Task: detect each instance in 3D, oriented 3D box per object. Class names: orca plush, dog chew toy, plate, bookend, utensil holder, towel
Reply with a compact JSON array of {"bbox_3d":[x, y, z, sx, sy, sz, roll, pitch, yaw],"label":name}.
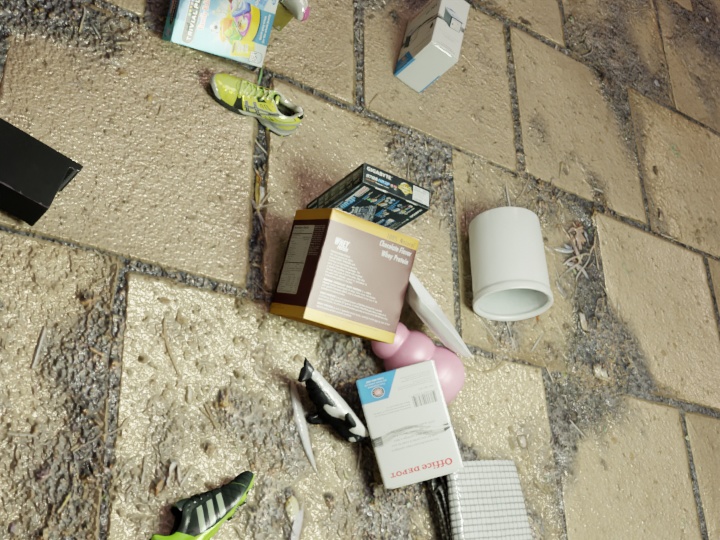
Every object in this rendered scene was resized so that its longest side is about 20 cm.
[{"bbox_3d":[-0.063,0.246,1.595,0.105,0.071,0.200,49,-3,48],"label":"orca plush"},{"bbox_3d":[0.103,0.172,1.742,0.200,0.125,0.125,40,49,-5],"label":"dog chew toy"},{"bbox_3d":[0.122,0.065,1.747,0.200,0.032,0.200,48,8,-35],"label":"plate"},{"bbox_3d":[-0.555,-0.116,1.361,0.200,0.092,0.199,31,54,-26],"label":"bookend"},{"bbox_3d":[0.320,-0.014,1.975,0.170,0.170,0.200,17,56,-32],"label":"utensil holder"},{"bbox_3d":[0.223,0.448,1.726,0.200,0.086,0.166,6,67,-39],"label":"towel"}]

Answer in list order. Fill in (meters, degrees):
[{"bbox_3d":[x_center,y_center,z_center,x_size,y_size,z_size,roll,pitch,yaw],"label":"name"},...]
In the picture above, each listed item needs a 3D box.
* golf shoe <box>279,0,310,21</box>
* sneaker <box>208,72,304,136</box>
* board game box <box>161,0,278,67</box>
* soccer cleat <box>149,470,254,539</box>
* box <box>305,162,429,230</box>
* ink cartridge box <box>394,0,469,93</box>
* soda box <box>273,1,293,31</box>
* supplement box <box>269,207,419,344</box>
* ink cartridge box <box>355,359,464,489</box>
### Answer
[{"bbox_3d":[-0.175,-0.587,1.839,0.092,0.075,0.200,-28,87,-25],"label":"golf shoe"},{"bbox_3d":[-0.199,-0.337,1.770,0.200,0.076,0.075,23,58,-28],"label":"sneaker"},{"bbox_3d":[-0.267,-0.491,1.754,0.200,0.047,0.151,8,103,-37],"label":"board game box"},{"bbox_3d":[-0.239,0.368,1.403,0.081,0.068,0.200,43,48,2],"label":"soccer cleat"},{"bbox_3d":[0.012,-0.121,1.750,0.159,0.200,0.046,20,58,-30],"label":"box"},{"bbox_3d":[0.168,-0.537,2.117,0.086,0.146,0.200,29,53,-23],"label":"ink cartridge box"},{"bbox_3d":[-0.222,-0.588,1.883,0.200,0.064,0.068,31,52,-23],"label":"soda box"},{"bbox_3d":[-0.028,0.010,1.653,0.197,0.133,0.200,18,82,-32],"label":"supplement box"},{"bbox_3d":[0.089,0.274,1.637,0.145,0.084,0.200,-15,84,2],"label":"ink cartridge box"}]
